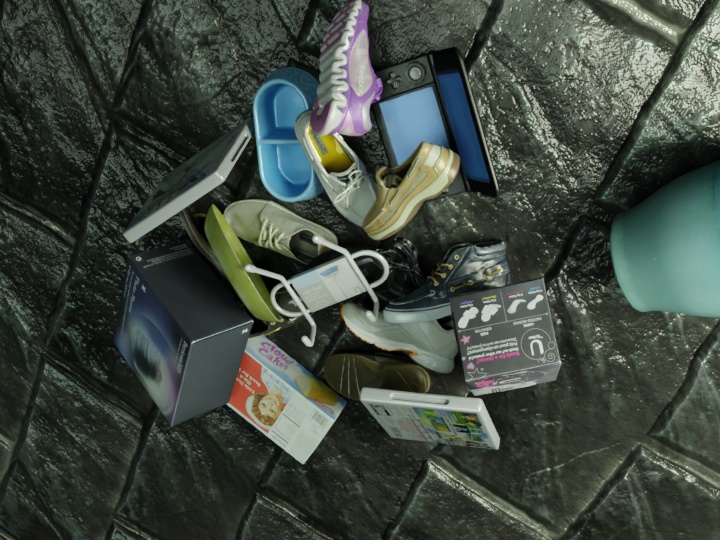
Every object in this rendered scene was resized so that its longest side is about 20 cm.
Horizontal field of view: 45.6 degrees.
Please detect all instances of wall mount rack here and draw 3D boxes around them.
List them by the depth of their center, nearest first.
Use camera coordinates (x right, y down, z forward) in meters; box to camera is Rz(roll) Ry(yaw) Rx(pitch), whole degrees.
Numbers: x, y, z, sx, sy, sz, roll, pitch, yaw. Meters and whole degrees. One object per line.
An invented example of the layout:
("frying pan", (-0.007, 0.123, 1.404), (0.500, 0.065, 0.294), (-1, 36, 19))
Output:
("wall mount rack", (-0.064, 0.018, 1.220), (0.197, 0.075, 0.175), (-22, 121, 22))

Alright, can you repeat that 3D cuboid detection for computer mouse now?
("computer mouse", (0.000, 0.000, 1.291), (0.196, 0.053, 0.139), (-10, 140, 13))

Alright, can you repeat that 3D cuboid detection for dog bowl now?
("dog bowl", (-0.107, -0.198, 1.284), (0.109, 0.050, 0.204), (3, 110, 19))

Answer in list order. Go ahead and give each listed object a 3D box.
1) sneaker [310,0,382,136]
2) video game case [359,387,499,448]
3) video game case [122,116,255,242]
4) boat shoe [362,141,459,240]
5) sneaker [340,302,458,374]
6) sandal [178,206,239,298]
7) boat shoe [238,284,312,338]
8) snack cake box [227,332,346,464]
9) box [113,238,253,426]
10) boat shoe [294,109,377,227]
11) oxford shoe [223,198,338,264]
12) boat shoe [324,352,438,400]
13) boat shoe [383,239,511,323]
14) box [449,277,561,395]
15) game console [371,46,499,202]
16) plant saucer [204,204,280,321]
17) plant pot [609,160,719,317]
("sneaker", (-0.009, -0.273, 1.185), (0.080, 0.087, 0.204), (-14, 65, 61))
("video game case", (0.109, 0.226, 1.297), (0.179, 0.022, 0.201), (3, 154, 19))
("video game case", (-0.254, -0.139, 1.288), (0.198, 0.184, 0.022), (-29, 114, 27))
("boat shoe", (0.051, -0.116, 1.180), (0.075, 0.073, 0.200), (26, 137, -21))
("sneaker", (0.067, 0.078, 1.309), (0.197, 0.076, 0.093), (23, 101, -10))
("sandal", (-0.232, -0.044, 1.377), (0.054, 0.082, 0.202), (-34, 106, -2))
("boat shoe", (-0.150, 0.070, 1.394), (0.198, 0.061, 0.073), (-20, 101, 25))
("snack cake box", (-0.136, 0.213, 1.440), (0.199, 0.067, 0.116), (37, 119, 4))
("box", (-0.288, 0.098, 1.364), (0.198, 0.122, 0.202), (45, 134, 27))
("boat shoe", (-0.021, -0.139, 1.231), (0.074, 0.086, 0.204), (-32, 112, -1))
("oxford shoe", (-0.131, -0.060, 1.342), (0.197, 0.058, 0.076), (20, 117, 14))
("boat shoe", (0.033, 0.168, 1.360), (0.198, 0.065, 0.073), (1, 94, 37))
("boat shoe", (0.123, 0.014, 1.244), (0.196, 0.071, 0.093), (-12, 101, -8))
("box", (0.197, 0.099, 1.169), (0.129, 0.200, 0.117), (-12, 74, 7))
("game console", (0.095, -0.189, 1.176), (0.173, 0.116, 0.204), (-12, 104, 23))
("plant saucer", (-0.182, -0.004, 1.283), (0.031, 0.200, 0.202), (-30, 98, -2))
("plant pot", (0.427, -0.030, 1.081), (0.186, 0.200, 0.203), (-16, 104, 40))
